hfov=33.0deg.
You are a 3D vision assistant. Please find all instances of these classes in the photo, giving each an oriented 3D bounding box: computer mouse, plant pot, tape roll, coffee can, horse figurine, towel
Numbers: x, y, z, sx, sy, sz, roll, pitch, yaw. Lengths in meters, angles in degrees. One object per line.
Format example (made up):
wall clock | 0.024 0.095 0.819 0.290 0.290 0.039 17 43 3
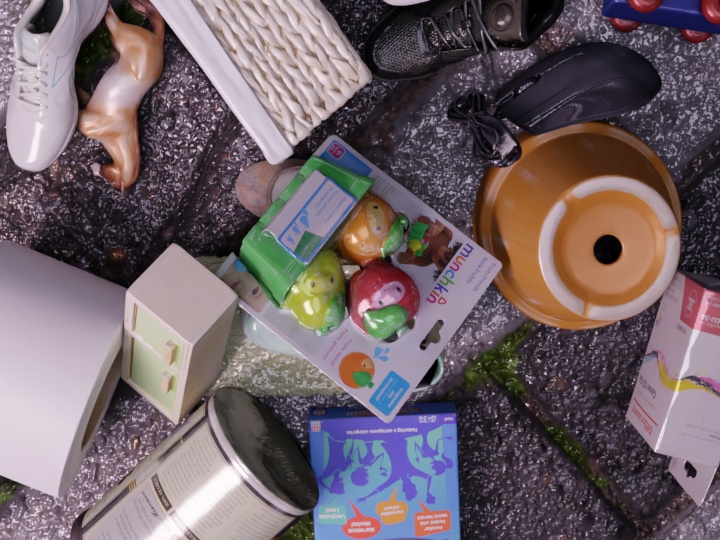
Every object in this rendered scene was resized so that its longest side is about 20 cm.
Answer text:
computer mouse | 0.184 -0.168 1.128 0.197 0.139 0.053 -18 123 -6
plant pot | 0.209 -0.034 1.116 0.197 0.183 0.204 0 100 0
tape roll | -0.301 0.091 1.129 0.137 0.203 0.205 21 99 -3
coffee can | -0.159 0.232 1.170 0.200 0.147 0.147 -42 97 13
horse figurine | -0.239 -0.188 1.158 0.131 0.050 0.202 29 101 3
towel | -0.070 0.056 1.206 0.197 0.037 0.151 -2 101 0

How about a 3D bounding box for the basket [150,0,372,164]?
basket | -0.089 -0.214 1.111 0.123 0.136 0.201 -36 98 4

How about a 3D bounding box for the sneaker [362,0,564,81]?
sneaker | 0.094 -0.228 1.120 0.196 0.114 0.077 -14 98 4

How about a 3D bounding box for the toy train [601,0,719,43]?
toy train | 0.332 -0.278 1.133 0.197 0.085 0.118 8 86 -1

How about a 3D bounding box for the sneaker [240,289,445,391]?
sneaker | -0.014 0.062 1.128 0.197 0.118 0.075 7 103 -4

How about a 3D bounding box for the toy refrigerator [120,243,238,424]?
toy refrigerator | -0.169 0.064 1.100 0.076 0.201 0.070 38 62 7

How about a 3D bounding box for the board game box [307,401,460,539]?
board game box | 0.026 0.239 1.233 0.149 0.045 0.203 -3 100 1

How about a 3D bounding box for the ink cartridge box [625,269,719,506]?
ink cartridge box | 0.315 0.110 1.175 0.066 0.117 0.203 14 99 -3

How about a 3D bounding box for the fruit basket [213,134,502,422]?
fruit basket | 0.000 0.000 1.068 0.199 0.094 0.186 36 71 9

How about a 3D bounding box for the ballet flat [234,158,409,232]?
ballet flat | -0.025 -0.067 1.169 0.197 0.067 0.069 11 92 -2

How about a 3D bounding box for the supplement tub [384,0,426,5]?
supplement tub | 0.054 -0.350 1.073 0.138 0.141 0.202 -19 108 3

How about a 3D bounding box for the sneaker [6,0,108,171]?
sneaker | -0.292 -0.188 1.107 0.070 0.080 0.203 19 103 9
